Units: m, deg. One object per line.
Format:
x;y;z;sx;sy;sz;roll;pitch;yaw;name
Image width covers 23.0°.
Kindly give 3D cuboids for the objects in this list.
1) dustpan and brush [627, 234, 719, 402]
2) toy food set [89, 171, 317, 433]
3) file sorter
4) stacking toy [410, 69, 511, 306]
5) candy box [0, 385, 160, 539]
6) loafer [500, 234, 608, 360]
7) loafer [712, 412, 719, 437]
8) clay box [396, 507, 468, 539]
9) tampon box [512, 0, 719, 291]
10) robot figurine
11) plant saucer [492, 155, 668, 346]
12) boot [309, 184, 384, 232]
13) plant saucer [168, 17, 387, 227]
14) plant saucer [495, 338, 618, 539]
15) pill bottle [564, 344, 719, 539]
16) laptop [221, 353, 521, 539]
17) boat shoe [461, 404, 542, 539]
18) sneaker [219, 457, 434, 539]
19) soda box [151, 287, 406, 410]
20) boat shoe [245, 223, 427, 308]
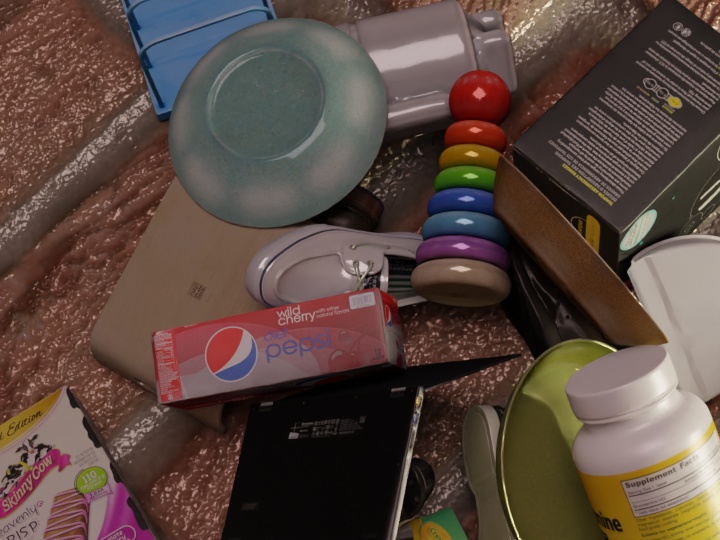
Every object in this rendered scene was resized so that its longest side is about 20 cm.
0.328;0.016;1.504;0.199;0.057;0.140;-24;95;-10;dustpan and brush
-0.132;0.022;1.546;0.143;0.060;0.201;27;88;21;toy food set
-0.162;-0.274;1.666;0.138;0.123;0.201;-18;64;-2;file sorter
0.091;-0.075;1.497;0.085;0.085;0.201;3;73;8;stacking toy
-0.253;0.217;1.487;0.136;0.061;0.200;-32;65;-7;candy box
0.169;0.031;1.522;0.071;0.073;0.201;-18;70;-14;loafer
0.338;0.124;1.455;0.200;0.063;0.072;-34;67;-9;loafer
0.009;0.286;1.430;0.199;0.048;0.115;-25;65;-6;clay box
0.244;-0.100;1.521;0.200;0.150;0.126;-43;67;-12;tampon box
0.040;-0.178;1.601;0.199;0.113;0.170;-12;31;2;robot figurine
0.166;-0.006;1.410;0.035;0.200;0.200;-42;67;3;plant saucer
-0.088;-0.048;1.580;0.199;0.075;0.097;16;66;12;boot
-0.078;-0.137;1.526;0.200;0.039;0.202;-5;68;13;plant saucer
0.173;0.156;1.417;0.031;0.200;0.201;-10;56;48;plant saucer
0.232;0.166;1.373;0.112;0.112;0.201;-23;102;-4;pill bottle
0.008;0.146;1.412;0.187;0.116;0.201;-10;59;43;laptop
0.131;0.208;1.441;0.066;0.074;0.200;-1;70;-25;boat shoe
-0.020;0.202;1.465;0.199;0.090;0.067;-24;84;22;sneaker
-0.067;0.066;1.449;0.199;0.070;0.064;-11;79;12;soda box
0.000;0.000;1.496;0.199;0.074;0.067;-10;26;-36;boat shoe
